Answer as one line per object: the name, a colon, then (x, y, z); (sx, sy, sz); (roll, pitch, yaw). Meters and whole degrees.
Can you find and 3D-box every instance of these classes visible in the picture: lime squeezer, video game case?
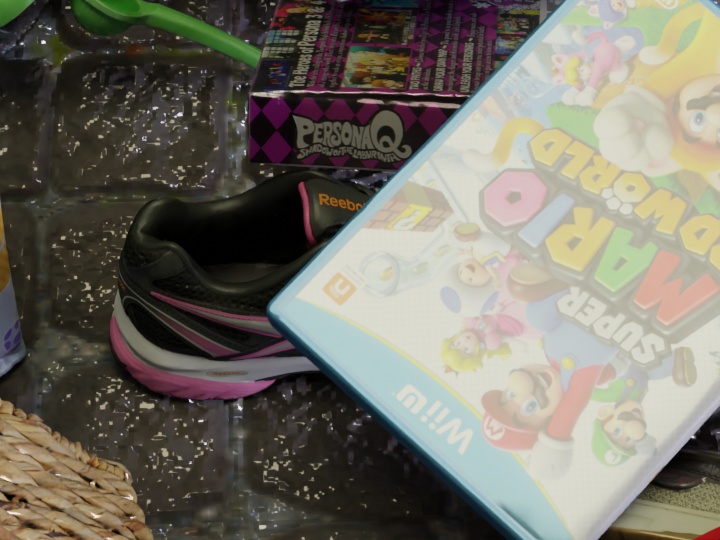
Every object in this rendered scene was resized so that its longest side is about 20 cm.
lime squeezer: (-0.126, -0.100, 0.997); (0.200, 0.071, 0.038); (-7, 11, -6)
video game case: (0.053, -0.092, 0.965); (0.181, 0.036, 0.200); (3, 26, 3)
video game case: (0.085, -0.009, 0.842); (0.143, 0.018, 0.200); (42, 79, 12)

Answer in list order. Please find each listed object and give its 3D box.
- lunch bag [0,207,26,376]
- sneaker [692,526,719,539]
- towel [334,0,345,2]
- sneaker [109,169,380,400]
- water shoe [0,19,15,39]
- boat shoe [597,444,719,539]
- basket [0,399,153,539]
lunch bag: (-0.234, -0.042, 0.890); (0.200, 0.170, 0.127); (30, 55, 23)
sneaker: (0.178, 0.141, 0.774); (0.200, 0.116, 0.078); (4, 51, 4)
towel: (0.057, -0.205, 0.967); (0.200, 0.086, 0.166); (-13, 76, -34)
sneaker: (0.000, 0.000, 0.907); (0.200, 0.086, 0.080); (-10, 53, -8)
water shoe: (-0.105, -0.168, 1.069); (0.200, 0.072, 0.079); (-27, 82, -20)
boat shoe: (0.169, 0.095, 0.838); (0.200, 0.073, 0.065); (10, 54, 10)
basket: (-0.148, 0.128, 0.732); (0.143, 0.200, 0.149); (-36, 56, 10)
